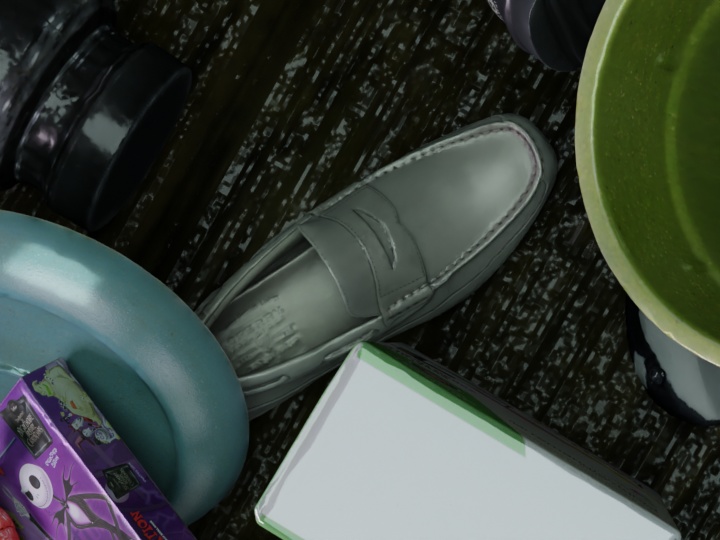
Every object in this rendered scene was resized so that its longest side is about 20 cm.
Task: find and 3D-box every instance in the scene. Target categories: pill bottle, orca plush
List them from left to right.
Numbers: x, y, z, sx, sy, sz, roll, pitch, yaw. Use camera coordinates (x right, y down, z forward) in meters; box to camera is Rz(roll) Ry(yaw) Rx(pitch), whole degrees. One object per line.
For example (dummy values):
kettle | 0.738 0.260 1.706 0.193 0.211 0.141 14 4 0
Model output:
pill bottle | -0.180 -0.104 1.056 0.200 0.112 0.112 32 95 5
orca plush | 0.120 -0.033 1.043 0.071 0.105 0.200 0 113 42

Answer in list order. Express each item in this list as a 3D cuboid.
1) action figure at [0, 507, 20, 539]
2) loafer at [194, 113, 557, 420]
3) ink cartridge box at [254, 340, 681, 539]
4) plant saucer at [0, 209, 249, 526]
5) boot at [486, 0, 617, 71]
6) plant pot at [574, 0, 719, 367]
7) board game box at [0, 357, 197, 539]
action figure | -0.185 0.149 1.029 0.065 0.052 0.200 42 130 28
loafer | 0.000 0.000 1.056 0.200 0.070 0.070 -39 78 5
ink cartridge box | 0.048 0.098 0.991 0.145 0.200 0.084 31 91 5
plant saucer | -0.147 0.056 1.034 0.200 0.027 0.200 10 134 10
boot | 0.106 -0.182 1.007 0.200 0.076 0.168 -33 45 -6
plant pot | 0.218 -0.052 0.957 0.200 0.190 0.200 -3 85 34
board game box | -0.143 0.138 1.036 0.120 0.032 0.200 54 135 14
